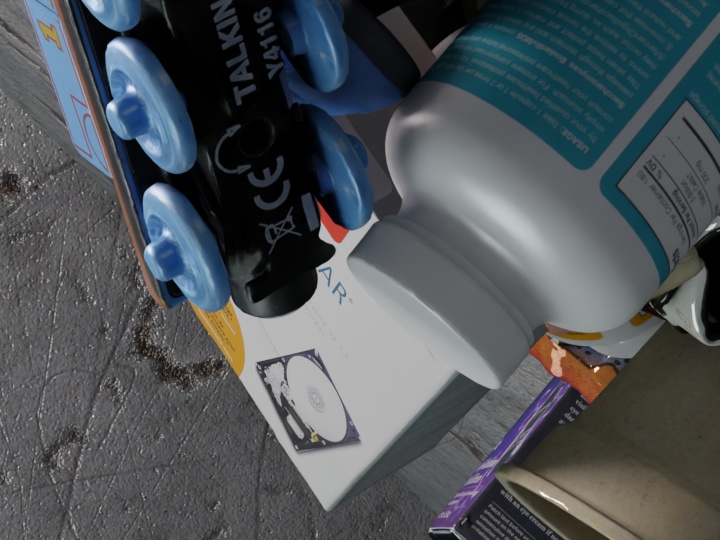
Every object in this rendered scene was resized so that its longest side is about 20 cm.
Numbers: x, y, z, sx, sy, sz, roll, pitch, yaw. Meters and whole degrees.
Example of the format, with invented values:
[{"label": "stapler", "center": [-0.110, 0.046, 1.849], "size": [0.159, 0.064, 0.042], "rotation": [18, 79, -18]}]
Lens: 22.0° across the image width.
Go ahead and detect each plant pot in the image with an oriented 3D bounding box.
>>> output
[{"label": "plant pot", "center": [0.194, 0.077, 0.846], "size": [0.200, 0.184, 0.200], "rotation": [35, 173, 5]}]

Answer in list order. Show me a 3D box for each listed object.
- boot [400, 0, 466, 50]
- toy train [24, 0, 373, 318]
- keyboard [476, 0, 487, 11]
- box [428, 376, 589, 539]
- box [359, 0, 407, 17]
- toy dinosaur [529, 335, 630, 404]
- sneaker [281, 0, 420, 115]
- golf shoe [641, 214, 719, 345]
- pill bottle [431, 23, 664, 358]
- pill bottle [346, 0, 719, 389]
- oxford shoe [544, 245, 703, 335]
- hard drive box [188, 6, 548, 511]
[{"label": "boot", "center": [-0.025, -0.171, 0.945], "size": [0.200, 0.077, 0.168], "rotation": [36, 168, 11]}, {"label": "toy train", "center": [-0.061, -0.078, 0.599], "size": [0.114, 0.086, 0.201], "rotation": [37, 150, 47]}, {"label": "keyboard", "center": [0.073, -0.145, 0.889], "size": [0.056, 0.011, 0.200], "rotation": [43, 172, 18]}, {"label": "box", "center": [0.153, 0.137, 1.275], "size": [0.104, 0.200, 0.148], "rotation": [40, 170, 2]}, {"label": "box", "center": [-0.001, -0.183, 0.640], "size": [0.148, 0.124, 0.200], "rotation": [43, 170, -11]}, {"label": "toy dinosaur", "center": [0.138, 0.044, 1.103], "size": [0.180, 0.201, 0.105], "rotation": [4, 139, 19]}, {"label": "sneaker", "center": [-0.047, -0.076, 0.708], "size": [0.066, 0.079, 0.200], "rotation": [48, 168, -28]}, {"label": "golf shoe", "center": [0.127, -0.006, 0.787], "size": [0.077, 0.095, 0.200], "rotation": [22, 148, -23]}, {"label": "pill bottle", "center": [0.106, -0.034, 0.935], "size": [0.109, 0.109, 0.200], "rotation": [33, 171, 41]}, {"label": "pill bottle", "center": [0.084, -0.057, 0.646], "size": [0.111, 0.200, 0.111], "rotation": [40, 171, 8]}, {"label": "oxford shoe", "center": [0.102, -0.065, 0.757], "size": [0.071, 0.073, 0.201], "rotation": [52, -149, -50]}, {"label": "hard drive box", "center": [0.000, 0.000, 0.861], "size": [0.156, 0.077, 0.200], "rotation": [55, 149, 12]}]
